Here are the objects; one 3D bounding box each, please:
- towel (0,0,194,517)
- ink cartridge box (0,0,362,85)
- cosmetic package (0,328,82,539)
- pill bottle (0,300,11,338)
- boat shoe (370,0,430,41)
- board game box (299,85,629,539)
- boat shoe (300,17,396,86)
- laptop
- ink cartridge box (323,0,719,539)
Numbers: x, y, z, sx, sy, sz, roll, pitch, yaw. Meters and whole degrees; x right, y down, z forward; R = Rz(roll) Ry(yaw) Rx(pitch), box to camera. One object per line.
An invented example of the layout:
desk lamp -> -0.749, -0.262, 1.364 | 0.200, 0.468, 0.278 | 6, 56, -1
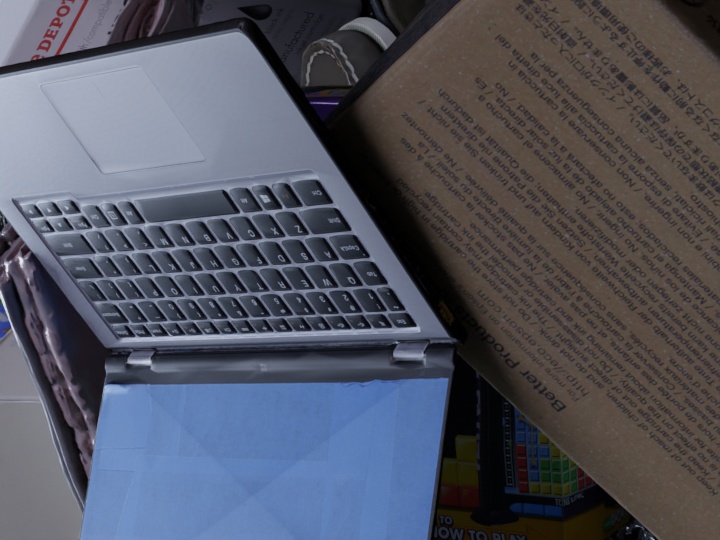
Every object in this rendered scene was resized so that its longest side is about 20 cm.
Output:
towel -> -0.088, 0.012, 0.923 | 0.192, 0.032, 0.201 | -67, -30, -47
ink cartridge box -> -0.115, -0.119, 1.007 | 0.116, 0.198, 0.068 | -53, 44, 39
cosmetic package -> -0.117, 0.126, 0.988 | 0.072, 0.104, 0.202 | -2, 112, 21
pill bottle -> -0.177, 0.085, 1.158 | 0.200, 0.111, 0.113 | 35, 115, 53
boat shoe -> 0.068, -0.078, 0.843 | 0.200, 0.060, 0.076 | 36, 116, 54
board game box -> 0.000, 0.014, 0.827 | 0.198, 0.057, 0.167 | 1, 102, 34
boat shoe -> 0.002, 0.000, 0.894 | 0.072, 0.060, 0.204 | 2, 102, 60
laptop -> -0.070, 0.041, 0.711 | 0.186, 0.201, 0.116 | -4, 39, 47
ink cartridge box -> 0.099, -0.016, 0.668 | 0.165, 0.200, 0.075 | -38, 13, 49
